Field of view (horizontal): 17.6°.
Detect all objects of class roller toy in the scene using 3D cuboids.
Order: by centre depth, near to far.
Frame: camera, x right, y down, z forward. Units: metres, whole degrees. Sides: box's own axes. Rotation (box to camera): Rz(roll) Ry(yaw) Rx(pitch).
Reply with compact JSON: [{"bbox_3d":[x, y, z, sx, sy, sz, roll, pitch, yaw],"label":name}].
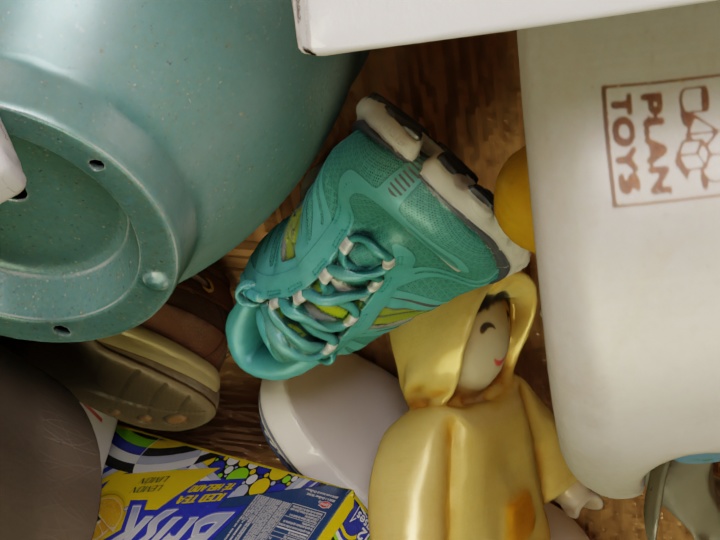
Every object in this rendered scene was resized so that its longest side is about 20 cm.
[{"bbox_3d":[0.108,-0.029,0.686,0.139,0.183,0.201,-5,129,6],"label":"roller toy"}]

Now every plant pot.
[{"bbox_3d":[-0.101,-0.063,0.765,0.199,0.135,0.201,9,141,7],"label":"plant pot"}]

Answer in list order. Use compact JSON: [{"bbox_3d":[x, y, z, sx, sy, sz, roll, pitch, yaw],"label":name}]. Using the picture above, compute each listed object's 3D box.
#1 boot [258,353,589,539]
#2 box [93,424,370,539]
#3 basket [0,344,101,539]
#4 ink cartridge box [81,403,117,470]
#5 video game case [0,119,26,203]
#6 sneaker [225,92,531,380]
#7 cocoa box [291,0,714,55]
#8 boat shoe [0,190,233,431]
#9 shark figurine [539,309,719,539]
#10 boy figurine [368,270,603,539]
[{"bbox_3d":[0.009,0.110,0.994,0.090,0.073,0.200,-28,126,34],"label":"boot"},{"bbox_3d":[-0.065,0.118,0.971,0.199,0.064,0.070,10,145,50],"label":"box"},{"bbox_3d":[-0.197,0.061,0.818,0.180,0.137,0.200,-25,149,24],"label":"basket"},{"bbox_3d":[-0.185,0.054,0.992,0.199,0.067,0.116,-15,134,32],"label":"ink cartridge box"},{"bbox_3d":[-0.220,-0.053,0.691,0.199,0.183,0.023,-28,157,2],"label":"video game case"},{"bbox_3d":[0.000,0.000,0.797,0.077,0.080,0.200,44,162,0],"label":"sneaker"},{"bbox_3d":[0.074,-0.137,0.544,0.199,0.133,0.132,-8,105,0],"label":"cocoa box"},{"bbox_3d":[-0.132,-0.010,0.893,0.200,0.068,0.072,32,150,-27],"label":"boat shoe"},{"bbox_3d":[0.134,0.084,0.914,0.127,0.090,0.215,2,139,17],"label":"shark figurine"},{"bbox_3d":[0.052,0.088,0.906,0.064,0.201,0.124,-3,-174,44],"label":"boy figurine"}]
